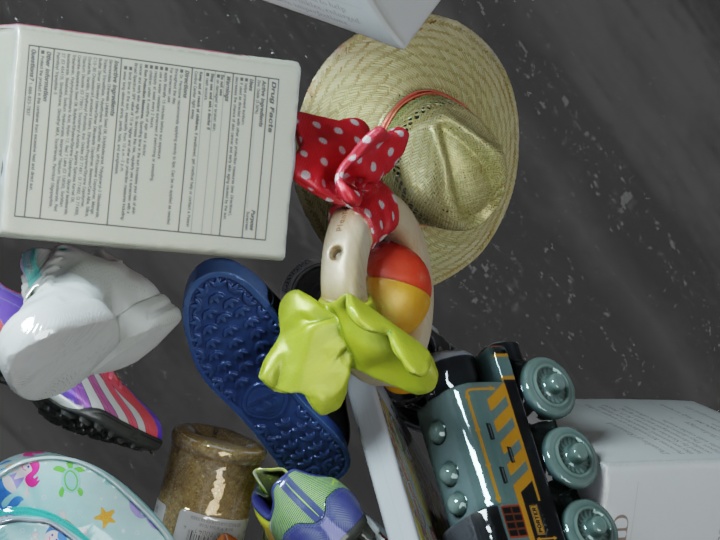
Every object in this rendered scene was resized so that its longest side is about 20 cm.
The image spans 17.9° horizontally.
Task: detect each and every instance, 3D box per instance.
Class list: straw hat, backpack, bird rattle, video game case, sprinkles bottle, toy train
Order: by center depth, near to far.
[{"bbox_3d":[-0.211,0.217,1.467,0.178,0.150,0.200,45,73,-7],"label":"backpack"},{"bbox_3d":[0.000,0.000,1.508,0.163,0.112,0.201,41,42,-58],"label":"bird rattle"},{"bbox_3d":[0.101,0.141,1.560,0.113,0.085,0.201,1,64,-37],"label":"toy train"},{"bbox_3d":[0.045,0.185,1.562,0.023,0.201,0.182,-22,139,7],"label":"video game case"},{"bbox_3d":[-0.119,0.209,1.569,0.068,0.068,0.201,11,97,-32],"label":"sprinkles bottle"},{"bbox_3d":[0.057,-0.074,1.587,0.200,0.085,0.203,-8,107,-28],"label":"straw hat"}]

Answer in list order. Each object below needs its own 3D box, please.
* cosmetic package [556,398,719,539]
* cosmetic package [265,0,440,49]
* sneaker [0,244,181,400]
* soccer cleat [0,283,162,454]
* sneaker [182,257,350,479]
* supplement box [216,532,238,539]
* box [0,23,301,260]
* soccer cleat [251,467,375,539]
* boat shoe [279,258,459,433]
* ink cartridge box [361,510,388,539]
[{"bbox_3d":[0.204,0.196,1.698,0.199,0.166,0.169,1,103,-29],"label":"cosmetic package"},{"bbox_3d":[-0.006,-0.278,1.419,0.200,0.164,0.165,-53,138,-14],"label":"cosmetic package"},{"bbox_3d":[-0.186,0.022,1.415,0.075,0.200,0.089,-41,82,14],"label":"sneaker"},{"bbox_3d":[-0.197,0.055,1.488,0.200,0.068,0.074,34,71,-34],"label":"soccer cleat"},{"bbox_3d":[-0.064,0.056,1.547,0.070,0.078,0.201,-20,127,10],"label":"sneaker"},{"bbox_3d":[-0.116,0.278,1.511,0.066,0.069,0.201,32,95,-10],"label":"supplement box"},{"bbox_3d":[-0.151,-0.078,1.440,0.199,0.109,0.129,5,89,-31],"label":"box"},{"bbox_3d":[-0.042,0.161,1.542,0.065,0.200,0.084,-44,93,-12],"label":"soccer cleat"},{"bbox_3d":[0.030,0.062,1.617,0.200,0.068,0.072,42,80,-31],"label":"boat shoe"},{"bbox_3d":[-0.025,0.248,1.556,0.057,0.200,0.163,38,86,-8],"label":"ink cartridge box"}]
